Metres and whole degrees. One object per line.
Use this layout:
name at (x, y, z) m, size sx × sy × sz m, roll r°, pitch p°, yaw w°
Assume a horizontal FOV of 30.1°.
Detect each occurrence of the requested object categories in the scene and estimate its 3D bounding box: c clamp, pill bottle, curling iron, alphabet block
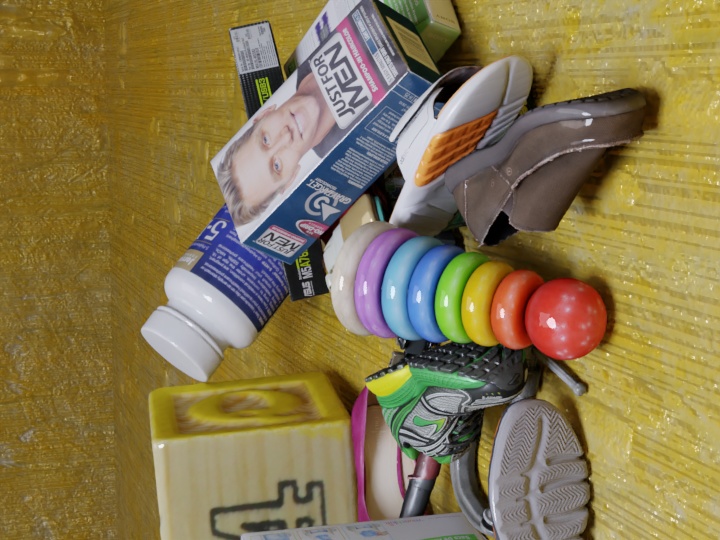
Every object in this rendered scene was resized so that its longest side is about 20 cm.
c clamp at (0.105, 0.124, 1.024) m, size 0.171 × 0.027 × 0.201 m, roll -121°, pitch 34°, yaw -54°
pill bottle at (-0.140, 0.014, 1.437) m, size 0.200 × 0.120 × 0.120 m, roll -53°, pitch 9°, yaw -19°
curling iron at (0.048, 0.169, 1.121) m, size 0.025 × 0.049 × 0.201 m, roll 23°, pitch 103°, yaw 35°
alphabet block at (-0.108, 0.229, 1.351) m, size 0.195 × 0.195 × 0.202 m, roll -141°, pitch 46°, yaw -75°

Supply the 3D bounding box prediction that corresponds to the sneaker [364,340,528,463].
sneaker at (0.074, 0.096, 1.002) m, size 0.086 × 0.078 × 0.200 m, roll 66°, pitch 158°, yaw 3°

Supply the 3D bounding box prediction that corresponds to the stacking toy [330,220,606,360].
stacking toy at (0.078, 0.023, 0.925) m, size 0.199 × 0.085 × 0.086 m, roll 14°, pitch 108°, yaw 38°

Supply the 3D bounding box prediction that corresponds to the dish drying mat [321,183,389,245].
dish drying mat at (0.001, -0.037, 1.238) m, size 0.077 × 0.018 × 0.200 m, roll 54°, pitch 164°, yaw 4°

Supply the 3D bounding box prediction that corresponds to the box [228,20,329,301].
box at (-0.076, -0.101, 1.271) m, size 0.193 × 0.047 × 0.201 m, roll 88°, pitch 169°, yaw -65°

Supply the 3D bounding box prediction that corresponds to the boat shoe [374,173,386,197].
boat shoe at (-0.005, -0.088, 1.254) m, size 0.200 × 0.072 × 0.063 m, roll -177°, pitch 88°, yaw -66°

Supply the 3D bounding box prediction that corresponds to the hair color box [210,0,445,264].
hair color box at (-0.026, -0.110, 1.069) m, size 0.200 × 0.060 × 0.100 m, roll -44°, pitch 48°, yaw 23°

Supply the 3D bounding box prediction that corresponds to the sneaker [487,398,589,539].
sneaker at (0.108, 0.190, 0.947) m, size 0.112 × 0.077 × 0.202 m, roll 170°, pitch 97°, yaw -70°

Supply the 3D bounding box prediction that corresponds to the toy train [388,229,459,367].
toy train at (0.049, 0.046, 1.164) m, size 0.046 × 0.034 × 0.201 m, roll -100°, pitch 20°, yaw -55°

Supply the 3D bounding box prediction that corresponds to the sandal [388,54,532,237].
sandal at (0.052, -0.092, 0.975) m, size 0.059 × 0.079 × 0.207 m, roll 55°, pitch 143°, yaw 21°

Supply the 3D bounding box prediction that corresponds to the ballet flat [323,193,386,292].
ballet flat at (0.000, 0.000, 1.118) m, size 0.200 × 0.063 × 0.069 m, roll 73°, pitch -176°, yaw -65°

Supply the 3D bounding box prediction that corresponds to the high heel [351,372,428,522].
high heel at (0.029, 0.186, 1.199) m, size 0.201 × 0.067 × 0.096 m, roll -97°, pitch 4°, yaw -54°

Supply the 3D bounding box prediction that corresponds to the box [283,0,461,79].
box at (0.005, -0.193, 1.170) m, size 0.200 × 0.036 × 0.145 m, roll -49°, pitch 42°, yaw 39°

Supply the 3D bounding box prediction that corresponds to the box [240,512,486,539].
box at (0.008, 0.272, 1.062) m, size 0.101 × 0.199 × 0.113 m, roll -133°, pitch 46°, yaw -61°

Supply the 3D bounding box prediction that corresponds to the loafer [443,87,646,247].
loafer at (0.127, -0.063, 0.879) m, size 0.200 × 0.073 × 0.071 m, roll -31°, pitch 74°, yaw 66°

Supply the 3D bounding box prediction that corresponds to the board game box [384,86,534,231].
board game box at (0.074, -0.086, 1.048) m, size 0.200 × 0.023 × 0.106 m, roll -9°, pitch 83°, yaw 62°
